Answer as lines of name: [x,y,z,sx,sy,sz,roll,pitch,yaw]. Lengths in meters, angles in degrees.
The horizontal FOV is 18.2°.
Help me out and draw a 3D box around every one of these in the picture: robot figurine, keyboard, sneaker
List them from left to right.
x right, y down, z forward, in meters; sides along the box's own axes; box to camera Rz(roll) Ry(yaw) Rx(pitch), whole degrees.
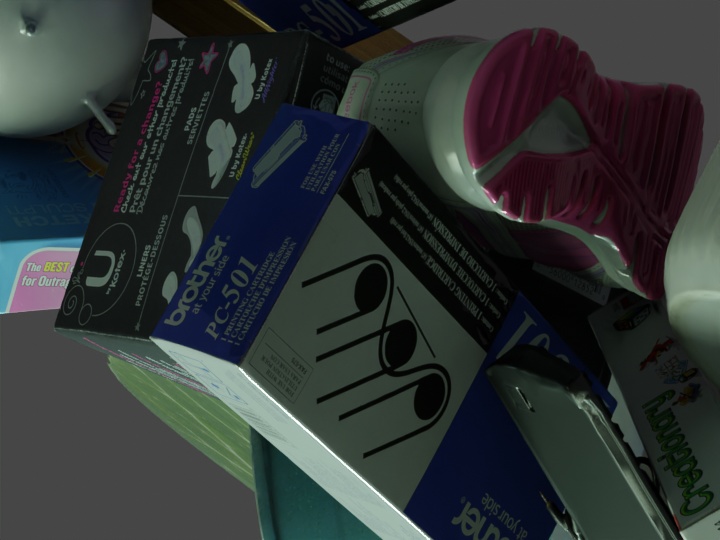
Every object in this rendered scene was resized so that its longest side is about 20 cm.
robot figurine: [-0.165,-0.136,1.021,0.170,0.113,0.200,34,-167,-45]
sneaker: [0.061,-0.045,0.829,0.088,0.081,0.200,11,171,34]
keyboard: [0.111,0.100,0.799,0.200,0.040,0.104,59,164,-20]

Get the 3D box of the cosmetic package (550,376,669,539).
cosmetic package: [0.147,0.148,0.950,0.151,0.200,0.052,37,143,-20]

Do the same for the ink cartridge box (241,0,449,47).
ink cartridge box: [-0.011,-0.133,0.822,0.094,0.044,0.200,38,168,-14]

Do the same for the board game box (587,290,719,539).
board game box: [0.142,0.091,0.822,0.126,0.035,0.200,56,-172,-17]

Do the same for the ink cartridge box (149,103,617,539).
ink cartridge box: [0.015,0.035,0.791,0.044,0.094,0.200,16,160,39]

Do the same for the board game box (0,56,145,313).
board game box: [-0.102,-0.045,1.055,0.200,0.040,0.153,-5,-143,-29]

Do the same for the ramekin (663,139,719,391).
ramekin: [0.192,0.011,0.722,0.200,0.105,0.200,33,168,8]

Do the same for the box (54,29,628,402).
box: [0.000,0.000,0.906,0.200,0.132,0.115,25,167,-37]

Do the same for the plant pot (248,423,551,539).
plant pot: [0.059,0.086,1.105,0.188,0.200,0.200,-6,157,10]

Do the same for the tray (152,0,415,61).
tray: [-0.011,-0.094,1.033,0.200,0.037,0.099,35,169,2]
